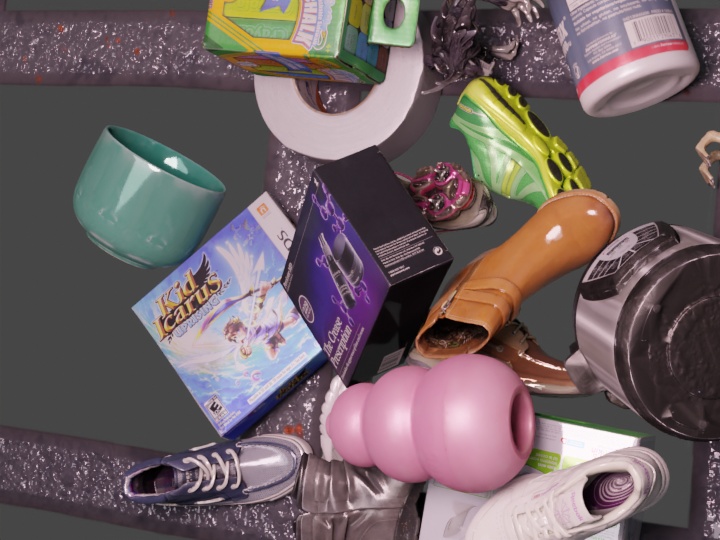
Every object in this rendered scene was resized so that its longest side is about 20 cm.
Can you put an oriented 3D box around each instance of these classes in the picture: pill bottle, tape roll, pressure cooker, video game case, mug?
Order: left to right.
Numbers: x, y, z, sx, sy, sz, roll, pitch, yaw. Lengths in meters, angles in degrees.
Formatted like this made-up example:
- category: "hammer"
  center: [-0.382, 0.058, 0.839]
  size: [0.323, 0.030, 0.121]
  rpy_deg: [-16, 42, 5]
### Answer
- category: "mug"
  center: [-0.237, -0.075, 1.484]
  size: [0.151, 0.185, 0.115]
  rpy_deg: [29, 99, -1]
- category: "video game case"
  center: [-0.120, 0.048, 1.446]
  size: [0.200, 0.045, 0.182]
  rpy_deg: [-40, 70, 3]
- category: "tape roll"
  center: [-0.014, -0.211, 1.434]
  size: [0.198, 0.066, 0.203]
  rpy_deg: [-3, 83, 24]
- category: "pill bottle"
  center: [0.242, -0.263, 1.300]
  size: [0.118, 0.119, 0.202]
  rpy_deg: [-21, 76, 20]
- category: "pressure cooker"
  center: [0.283, 0.050, 1.212]
  size: [0.173, 0.200, 0.181]
  rpy_deg: [8, 99, -8]

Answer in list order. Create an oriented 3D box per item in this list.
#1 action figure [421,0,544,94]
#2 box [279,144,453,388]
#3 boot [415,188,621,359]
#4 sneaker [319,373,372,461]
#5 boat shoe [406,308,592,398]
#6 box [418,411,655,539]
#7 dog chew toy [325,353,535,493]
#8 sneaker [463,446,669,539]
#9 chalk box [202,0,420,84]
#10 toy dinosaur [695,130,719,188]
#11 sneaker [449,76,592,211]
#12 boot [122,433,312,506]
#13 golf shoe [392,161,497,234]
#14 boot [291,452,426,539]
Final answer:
- category: "action figure"
  center: [0.126, -0.258, 1.339]
  size: [0.101, 0.119, 0.202]
  rpy_deg: [20, 75, -10]
- category: "box"
  center: [0.000, 0.000, 1.300]
  size: [0.078, 0.201, 0.142]
  rpy_deg: [-20, 64, -25]
- category: "boot"
  center: [0.144, 0.006, 1.259]
  size: [0.199, 0.155, 0.077]
  rpy_deg: [-23, 104, 39]
- category: "sneaker"
  center: [0.001, 0.181, 1.394]
  size: [0.081, 0.075, 0.203]
  rpy_deg: [9, 97, 12]
- category: "boat shoe"
  center: [0.141, 0.081, 1.334]
  size: [0.198, 0.076, 0.073]
  rpy_deg: [11, 87, 22]
- category: "box"
  center: [0.168, 0.228, 1.294]
  size: [0.198, 0.096, 0.179]
  rpy_deg: [8, 88, 23]
- category: "dog chew toy"
  center: [0.058, 0.142, 1.239]
  size: [0.198, 0.124, 0.126]
  rpy_deg: [-5, 83, 28]
- category: "sneaker"
  center: [0.173, 0.208, 1.190]
  size: [0.199, 0.099, 0.076]
  rpy_deg: [-29, 76, 18]
- category: "chalk box"
  center: [-0.038, -0.263, 1.347]
  size: [0.198, 0.124, 0.127]
  rpy_deg: [7, 88, 24]
- category: "toy dinosaur"
  center: [0.370, -0.124, 1.276]
  size: [0.100, 0.058, 0.201]
  rpy_deg: [-32, 81, 1]
- category: "sneaker"
  center: [0.164, -0.102, 1.354]
  size: [0.201, 0.074, 0.084]
  rpy_deg: [56, 132, 14]
- category: "boot"
  center: [-0.153, 0.220, 1.436]
  size: [0.198, 0.090, 0.074]
  rpy_deg: [-16, 78, 21]
- category: "golf shoe"
  center: [0.047, -0.065, 1.382]
  size: [0.198, 0.092, 0.074]
  rpy_deg: [6, 74, 38]
- category: "boot"
  center: [0.002, 0.193, 1.326]
  size: [0.130, 0.070, 0.203]
  rpy_deg: [10, 86, -1]
